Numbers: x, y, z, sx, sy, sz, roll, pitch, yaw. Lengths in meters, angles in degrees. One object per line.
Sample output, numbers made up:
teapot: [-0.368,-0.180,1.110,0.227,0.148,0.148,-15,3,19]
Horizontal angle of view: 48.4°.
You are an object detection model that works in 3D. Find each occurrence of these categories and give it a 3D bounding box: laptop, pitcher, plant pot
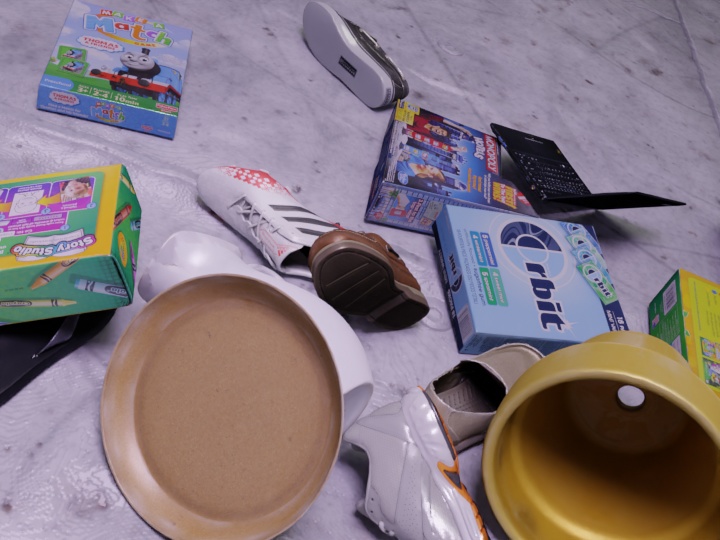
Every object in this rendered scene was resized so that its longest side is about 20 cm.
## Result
laptop: [0.297,-0.138,1.049,0.177,0.103,0.200,2,52,-50]
pitcher: [-0.072,0.057,0.701,0.200,0.121,0.171,42,21,24]
plant pot: [0.226,0.143,0.701,0.201,0.201,0.189,35,27,11]
plant pot: [-0.102,0.103,0.597,0.200,0.200,0.027,41,8,18]

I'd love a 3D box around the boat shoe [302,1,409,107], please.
boat shoe: [-0.008,-0.309,1.145,0.064,0.071,0.200,-23,67,-40]

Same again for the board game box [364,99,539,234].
board game box: [0.119,-0.108,0.997,0.199,0.062,0.200,21,40,-7]

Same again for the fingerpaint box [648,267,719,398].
fingerpaint box: [0.420,0.113,0.905,0.167,0.073,0.200,22,41,-2]

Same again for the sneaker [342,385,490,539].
sneaker: [0.049,0.201,0.645,0.092,0.076,0.200,-23,69,4]

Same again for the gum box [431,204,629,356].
gum box: [0.191,0.015,0.898,0.200,0.045,0.170,7,53,-21]

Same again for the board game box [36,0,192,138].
board game box: [-0.287,-0.245,0.960,0.151,0.037,0.200,11,42,-16]

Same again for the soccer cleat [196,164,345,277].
soccer cleat: [-0.086,-0.042,0.825,0.200,0.069,0.085,30,37,-1]

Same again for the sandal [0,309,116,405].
sandal: [-0.264,0.041,0.666,0.076,0.043,0.200,27,41,2]

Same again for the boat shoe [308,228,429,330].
boat shoe: [0.000,0.000,0.760,0.200,0.072,0.068,43,22,-60]

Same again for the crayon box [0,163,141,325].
crayon box: [-0.286,-0.017,0.649,0.199,0.058,0.119,-8,44,-3]

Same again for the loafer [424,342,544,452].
loafer: [0.121,0.115,0.758,0.200,0.068,0.076,-23,59,-41]
